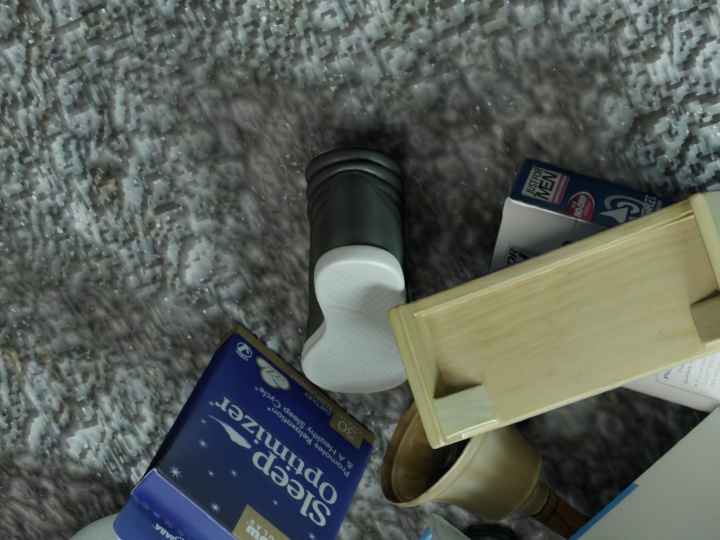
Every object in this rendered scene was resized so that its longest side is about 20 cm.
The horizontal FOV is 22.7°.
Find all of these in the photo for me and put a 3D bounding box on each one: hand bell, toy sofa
[{"bbox_3d":[0.121,0.150,1.126,0.199,0.105,0.104,35,124,-20],"label":"hand bell"},{"bbox_3d":[0.124,0.026,0.977,0.199,0.097,0.084,-22,84,25],"label":"toy sofa"}]

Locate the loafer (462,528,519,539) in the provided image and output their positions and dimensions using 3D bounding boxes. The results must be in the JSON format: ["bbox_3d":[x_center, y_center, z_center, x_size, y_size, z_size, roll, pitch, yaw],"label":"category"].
[{"bbox_3d":[0.092,0.273,1.198,0.072,0.072,0.202,-9,117,21],"label":"loafer"}]

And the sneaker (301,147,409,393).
[{"bbox_3d":[0.000,0.000,1.078,0.070,0.100,0.201,1,152,0],"label":"sneaker"}]

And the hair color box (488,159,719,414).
[{"bbox_3d":[0.173,0.015,1.029,0.198,0.061,0.101,17,120,8],"label":"hair color box"}]

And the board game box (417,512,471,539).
[{"bbox_3d":[0.118,0.239,1.001,0.200,0.200,0.026,39,99,-14],"label":"board game box"}]

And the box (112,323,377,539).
[{"bbox_3d":[-0.064,0.127,1.086,0.121,0.200,0.032,40,123,-8],"label":"box"}]

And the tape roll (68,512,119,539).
[{"bbox_3d":[-0.131,0.279,1.196,0.201,0.203,0.140,25,124,2],"label":"tape roll"}]

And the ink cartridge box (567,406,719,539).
[{"bbox_3d":[0.236,0.212,1.021,0.147,0.145,0.200,-44,122,15],"label":"ink cartridge box"}]
